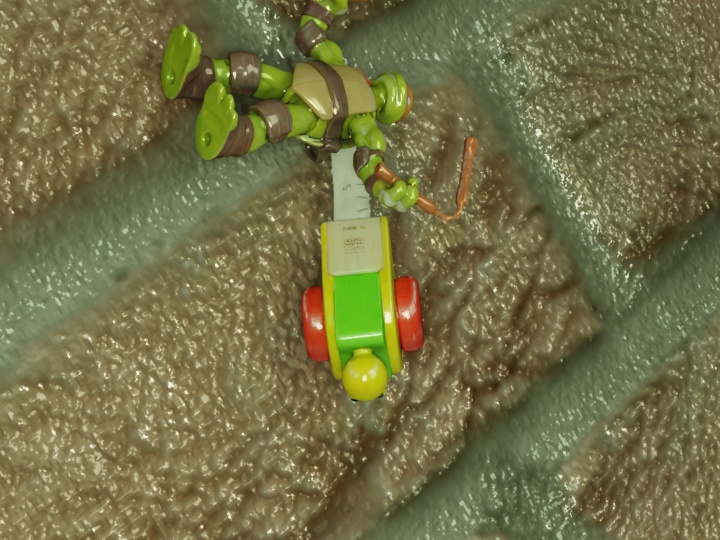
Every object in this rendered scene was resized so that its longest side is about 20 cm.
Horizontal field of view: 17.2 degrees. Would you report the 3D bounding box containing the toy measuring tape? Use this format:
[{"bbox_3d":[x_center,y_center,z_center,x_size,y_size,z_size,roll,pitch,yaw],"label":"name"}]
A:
[{"bbox_3d":[0.000,0.000,1.349,0.073,0.074,0.201,30,37,-30],"label":"toy measuring tape"}]

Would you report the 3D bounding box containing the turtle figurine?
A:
[{"bbox_3d":[-0.031,-0.104,1.347,0.161,0.064,0.201,-1,59,-35],"label":"turtle figurine"}]
